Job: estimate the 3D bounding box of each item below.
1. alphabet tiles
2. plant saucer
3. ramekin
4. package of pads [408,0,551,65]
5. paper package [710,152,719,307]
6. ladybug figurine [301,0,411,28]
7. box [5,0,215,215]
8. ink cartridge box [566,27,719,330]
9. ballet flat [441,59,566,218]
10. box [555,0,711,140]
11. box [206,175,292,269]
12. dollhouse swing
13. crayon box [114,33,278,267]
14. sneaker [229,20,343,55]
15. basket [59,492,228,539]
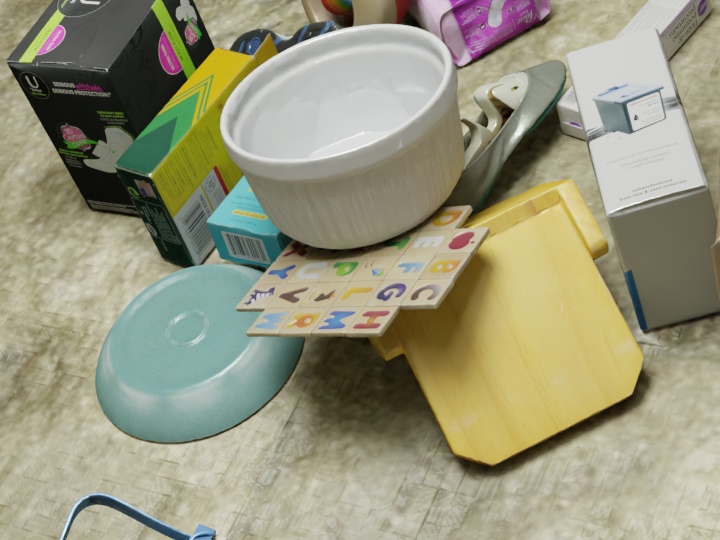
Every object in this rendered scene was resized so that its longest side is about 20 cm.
[{"bbox_3d":[0.000,0.000,1.289,0.199,0.006,0.167,-2,35,37],"label":"alphabet tiles"},{"bbox_3d":[-0.149,0.061,1.428,0.199,0.036,0.201,-11,45,11],"label":"plant saucer"},{"bbox_3d":[-0.007,-0.108,1.337,0.199,0.105,0.201,-13,37,10],"label":"ramekin"},{"bbox_3d":[0.094,-0.304,1.644,0.120,0.076,0.200,-30,45,-4],"label":"package of pads"},{"bbox_3d":[0.363,0.004,1.165,0.199,0.191,0.104,-3,43,19],"label":"paper package"},{"bbox_3d":[-0.001,-0.287,1.612,0.072,0.137,0.200,-23,11,-19],"label":"ladybug figurine"},{"bbox_3d":[-0.220,-0.172,1.556,0.124,0.201,0.149,8,52,28],"label":"box"},{"bbox_3d":[0.237,-0.076,1.322,0.085,0.147,0.201,-17,44,9],"label":"ink cartridge box"},{"bbox_3d":[0.118,-0.131,1.459,0.200,0.064,0.067,-55,27,-18],"label":"ballet flat"},{"bbox_3d":[0.257,-0.200,1.507,0.041,0.039,0.200,24,61,36],"label":"box"},{"bbox_3d":[-0.054,-0.086,1.504,0.082,0.049,0.200,11,49,30],"label":"box"},{"bbox_3d":[0.115,0.046,1.337,0.199,0.177,0.182,-27,3,-4],"label":"dollhouse swing"},{"bbox_3d":[-0.136,-0.117,1.526,0.051,0.127,0.200,17,55,33],"label":"crayon box"},{"bbox_3d":[-0.064,-0.200,1.621,0.199,0.077,0.076,6,80,47],"label":"sneaker"},{"bbox_3d":[-0.145,0.266,1.145,0.199,0.139,0.177,24,55,1],"label":"basket"}]
